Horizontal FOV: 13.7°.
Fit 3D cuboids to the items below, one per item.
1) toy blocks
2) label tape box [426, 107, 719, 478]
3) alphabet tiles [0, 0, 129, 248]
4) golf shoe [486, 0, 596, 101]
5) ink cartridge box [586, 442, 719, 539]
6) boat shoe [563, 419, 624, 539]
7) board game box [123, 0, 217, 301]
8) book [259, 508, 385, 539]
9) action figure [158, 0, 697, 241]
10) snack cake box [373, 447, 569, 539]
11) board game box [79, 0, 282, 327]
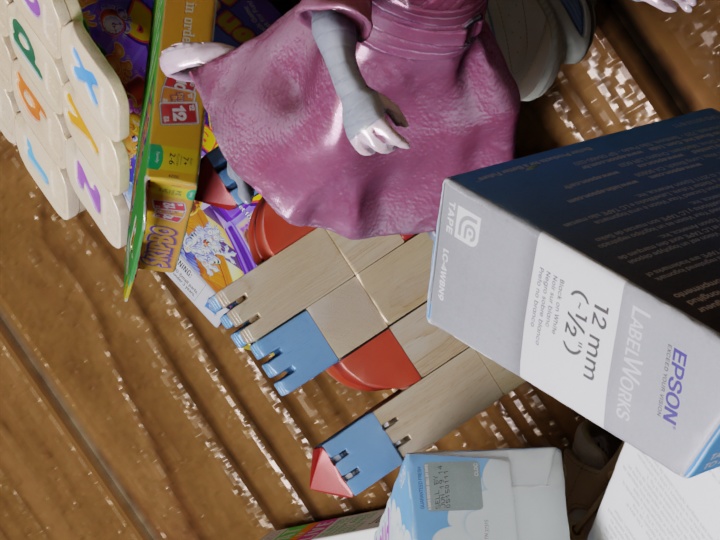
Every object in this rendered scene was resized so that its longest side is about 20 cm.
[{"bbox_3d":[0.000,0.000,1.250,0.200,0.137,0.100,57,170,-1],"label":"toy blocks"},{"bbox_3d":[0.142,0.017,1.062,0.200,0.143,0.066,34,127,40],"label":"label tape box"},{"bbox_3d":[-0.148,-0.111,1.304,0.196,0.015,0.200,53,158,26],"label":"alphabet tiles"},{"bbox_3d":[0.004,-0.145,1.202,0.200,0.097,0.078,48,141,8],"label":"golf shoe"},{"bbox_3d":[0.140,0.124,1.173,0.109,0.050,0.200,55,143,38],"label":"ink cartridge box"},{"bbox_3d":[0.120,0.088,1.278,0.069,0.074,0.200,48,130,10],"label":"boat shoe"},{"bbox_3d":[-0.076,-0.093,1.243,0.030,0.201,0.096,10,158,-5],"label":"board game box"},{"bbox_3d":[0.040,0.175,1.429,0.200,0.048,0.134,-15,104,46],"label":"book"},{"bbox_3d":[0.023,-0.103,1.092,0.149,0.134,0.200,55,146,32],"label":"action figure"},{"bbox_3d":[0.041,0.162,1.261,0.200,0.067,0.115,106,160,-65],"label":"snack cake box"},{"bbox_3d":[-0.093,-0.090,1.369,0.200,0.045,0.135,47,139,8],"label":"board game box"}]
